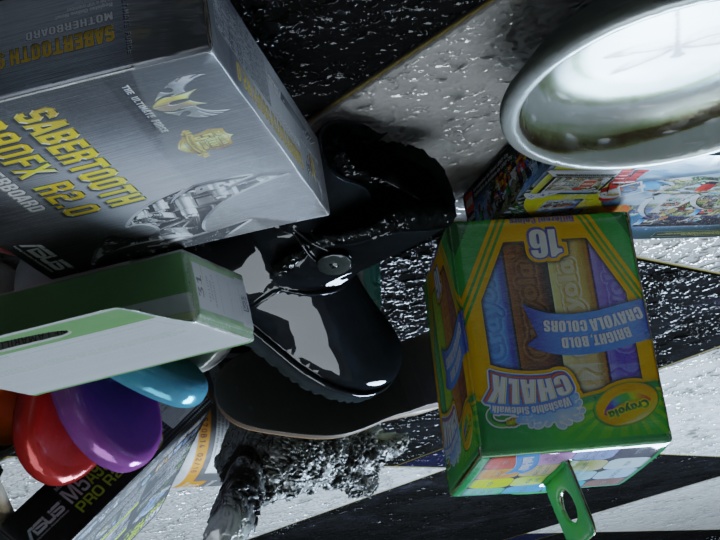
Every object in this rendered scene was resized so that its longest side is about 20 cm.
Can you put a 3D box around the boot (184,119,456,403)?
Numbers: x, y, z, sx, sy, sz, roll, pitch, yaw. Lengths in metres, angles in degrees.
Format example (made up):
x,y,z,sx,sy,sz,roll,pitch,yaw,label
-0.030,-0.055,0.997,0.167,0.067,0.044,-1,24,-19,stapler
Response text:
x,y,z,sx,sy,sz,roll,pitch,yaw,label
0.000,0.000,0.868,0.168,0.076,0.200,-30,132,34,boot

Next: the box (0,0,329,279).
x,y,z,sx,sy,sz,roll,pitch,yaw,label
-0.114,-0.061,0.645,0.158,0.048,0.200,-12,161,8,box

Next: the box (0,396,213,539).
x,y,z,sx,sy,sz,roll,pitch,yaw,label
-0.202,0.184,1.025,0.200,0.044,0.160,-45,169,-47,box

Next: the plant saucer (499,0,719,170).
x,y,z,sx,sy,sz,roll,pitch,yaw,label
0.168,-0.115,0.729,0.200,0.050,0.200,-9,161,-3,plant saucer

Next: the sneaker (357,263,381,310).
x,y,z,sx,sy,sz,roll,pitch,yaw,label
-0.032,0.037,1.055,0.091,0.078,0.200,-1,152,-1,sneaker

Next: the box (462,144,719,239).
x,y,z,sx,sy,sz,roll,pitch,yaw,label
0.184,-0.062,0.906,0.200,0.038,0.137,-2,160,-21,box

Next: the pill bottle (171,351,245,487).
x,y,z,sx,sy,sz,roll,pitch,yaw,label
-0.090,0.127,1.199,0.200,0.117,0.116,4,157,-33,pill bottle

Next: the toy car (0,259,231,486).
x,y,z,sx,sy,sz,roll,pitch,yaw,label
-0.180,0.064,0.923,0.200,0.150,0.175,-19,158,25,toy car

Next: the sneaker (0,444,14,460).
x,y,z,sx,sy,sz,roll,pitch,yaw,label
-0.307,0.094,0.998,0.200,0.116,0.075,-1,161,-22,sneaker

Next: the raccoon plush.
x,y,z,sx,sy,sz,roll,pitch,yaw,label
-0.043,0.170,1.070,0.134,0.200,0.097,31,137,-12,raccoon plush

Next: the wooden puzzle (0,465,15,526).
x,y,z,sx,sy,sz,roll,pitch,yaw,label
-0.312,0.112,0.917,0.185,0.046,0.200,21,151,1,wooden puzzle

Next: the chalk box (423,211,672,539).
x,y,z,sx,sy,sz,roll,pitch,yaw,label
0.117,0.078,0.903,0.124,0.200,0.124,-2,158,-8,chalk box

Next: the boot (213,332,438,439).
x,y,z,sx,sy,sz,roll,pitch,yaw,label
-0.015,0.089,0.992,0.200,0.074,0.075,-3,160,-26,boot

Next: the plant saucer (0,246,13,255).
x,y,z,sx,sy,sz,roll,pitch,yaw,label
-0.168,-0.073,0.713,0.199,0.037,0.200,-18,160,24,plant saucer

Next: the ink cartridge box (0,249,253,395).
x,y,z,sx,sy,sz,roll,pitch,yaw,label
-0.155,0.026,0.729,0.145,0.048,0.200,-14,168,11,ink cartridge box
